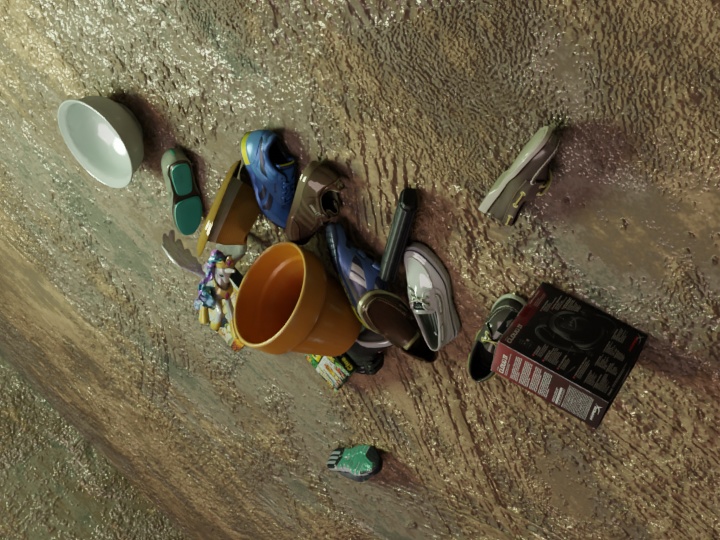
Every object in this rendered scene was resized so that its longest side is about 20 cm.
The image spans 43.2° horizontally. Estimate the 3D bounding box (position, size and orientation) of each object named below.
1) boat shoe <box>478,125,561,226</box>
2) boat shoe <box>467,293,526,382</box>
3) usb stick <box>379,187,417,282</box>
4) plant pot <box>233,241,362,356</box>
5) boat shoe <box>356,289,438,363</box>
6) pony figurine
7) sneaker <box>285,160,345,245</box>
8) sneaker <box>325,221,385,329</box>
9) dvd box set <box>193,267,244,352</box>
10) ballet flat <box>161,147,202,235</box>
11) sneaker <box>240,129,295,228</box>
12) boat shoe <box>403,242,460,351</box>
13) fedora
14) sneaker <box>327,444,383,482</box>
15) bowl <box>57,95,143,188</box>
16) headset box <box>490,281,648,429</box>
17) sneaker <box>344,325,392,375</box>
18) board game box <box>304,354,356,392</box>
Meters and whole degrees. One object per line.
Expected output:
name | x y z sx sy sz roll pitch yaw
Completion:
boat shoe | 0.229 -0.125 1.255 0.059 0.072 0.200 36 149 1
boat shoe | 0.228 0.118 1.513 0.072 0.061 0.202 32 144 16
usb stick | 0.062 -0.055 1.509 0.032 0.056 0.200 11 141 -2
plant pot | -0.100 0.073 1.671 0.183 0.201 0.200 27 159 -38
boat shoe | 0.075 0.101 1.589 0.202 0.075 0.075 37 -177 -42
pony figurine | -0.283 0.010 1.766 0.193 0.166 0.201 50 145 42
sneaker | -0.078 -0.099 1.587 0.075 0.070 0.200 33 144 13
sneaker | 0.000 0.000 1.618 0.201 0.082 0.074 65 174 -10
dvd box set | -0.270 0.084 1.938 0.146 0.029 0.200 49 143 -1
ballet flat | -0.358 -0.161 1.825 0.064 0.067 0.201 54 155 37
sneaker | -0.144 -0.155 1.600 0.078 0.066 0.201 8 132 35
boat shoe | 0.117 0.050 1.548 0.073 0.067 0.201 1 127 44
fedora | -0.229 -0.101 1.648 0.081 0.201 0.201 23 145 -7
sneaker | 0.009 0.449 2.086 0.087 0.075 0.200 39 157 -23
bowl | -0.498 -0.271 1.811 0.200 0.090 0.202 27 141 24
headset box | 0.302 0.119 1.363 0.199 0.149 0.077 28 142 20
sneaker | 0.029 0.150 1.744 0.200 0.071 0.099 -7 123 55
board game box | -0.063 0.187 1.857 0.105 0.023 0.200 51 162 8
